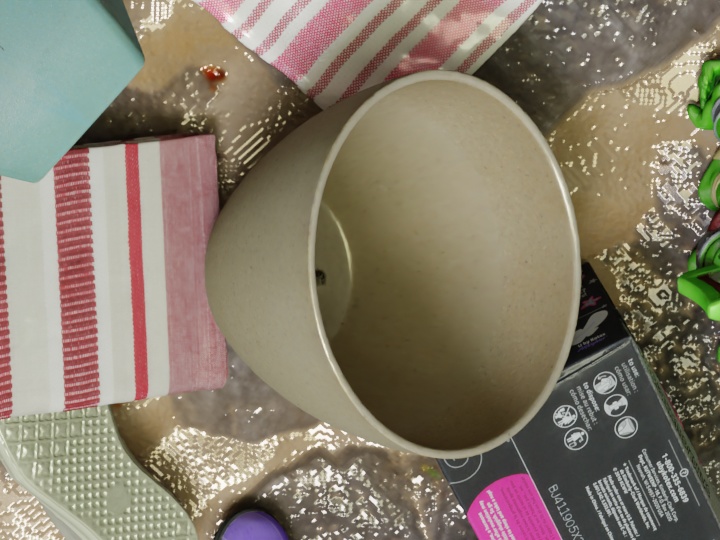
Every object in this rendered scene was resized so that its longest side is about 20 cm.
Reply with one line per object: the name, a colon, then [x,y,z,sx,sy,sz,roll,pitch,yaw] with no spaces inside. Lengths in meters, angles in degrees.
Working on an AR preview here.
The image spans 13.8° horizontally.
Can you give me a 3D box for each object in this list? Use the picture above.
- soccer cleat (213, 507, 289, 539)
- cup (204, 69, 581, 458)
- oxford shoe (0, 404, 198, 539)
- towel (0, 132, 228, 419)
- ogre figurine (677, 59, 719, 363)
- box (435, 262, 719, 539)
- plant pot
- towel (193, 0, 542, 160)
soccer cleat: [-0.045,0.237,1.701,0.068,0.073,0.201,-3,89,-35]
cup: [0.000,0.000,1.584,0.200,0.143,0.201,4,85,-43]
oxford shoe: [-0.164,0.103,1.656,0.075,0.058,0.200,-48,123,-21]
towel: [-0.166,0.005,1.595,0.199,0.023,0.145,-7,101,-26]
ogre figurine: [0.220,-0.004,1.645,0.098,0.120,0.201,9,112,-12]
box: [0.125,0.121,1.687,0.132,0.115,0.201,-27,115,2]
plant pot: [-0.217,-0.148,1.514,0.200,0.141,0.141,38,103,-28]
towel: [-0.007,-0.166,1.592,0.200,0.030,0.146,40,103,-21]
